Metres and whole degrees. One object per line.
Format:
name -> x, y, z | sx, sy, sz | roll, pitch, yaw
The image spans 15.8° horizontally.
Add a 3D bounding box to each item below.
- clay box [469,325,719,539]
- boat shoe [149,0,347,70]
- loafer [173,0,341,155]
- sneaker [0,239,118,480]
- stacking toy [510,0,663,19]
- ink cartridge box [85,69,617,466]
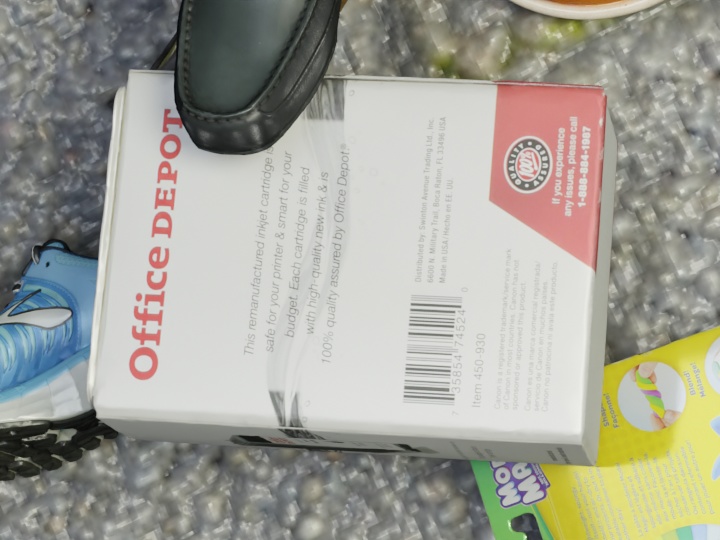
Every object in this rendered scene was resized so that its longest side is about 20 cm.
clay box -> 0.153, 0.084, 1.078 | 0.200, 0.048, 0.115 | -20, 79, 17
boat shoe -> -0.035, -0.140, 1.127 | 0.065, 0.073, 0.200 | 26, 96, -16
loafer -> -0.038, -0.140, 1.038 | 0.068, 0.070, 0.201 | 4, 62, 16
sneaker -> -0.140, 0.035, 1.170 | 0.200, 0.078, 0.090 | -17, 67, 10
stacking toy -> 0.076, -0.185, 1.037 | 0.146, 0.200, 0.146 | -1, 86, 17
ink cartridge box -> 0.000, 0.000, 1.060 | 0.200, 0.083, 0.147 | 3, 79, 10
